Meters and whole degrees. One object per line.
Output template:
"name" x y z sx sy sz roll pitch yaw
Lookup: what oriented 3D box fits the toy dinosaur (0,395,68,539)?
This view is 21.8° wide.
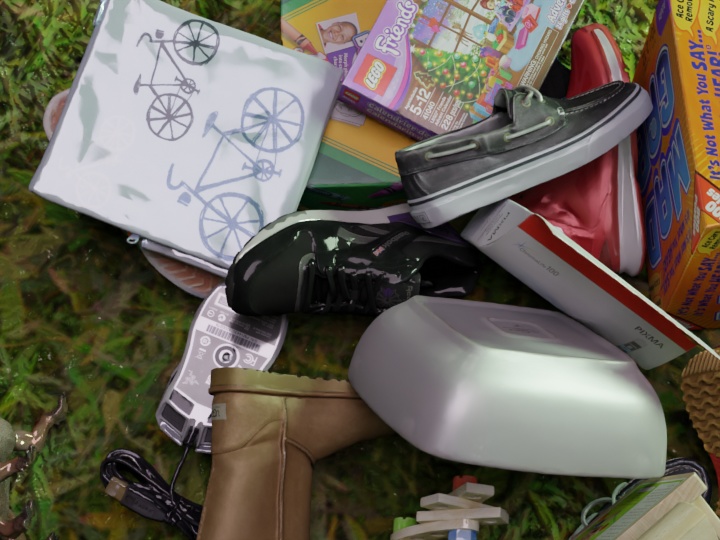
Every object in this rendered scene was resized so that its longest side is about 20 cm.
"toy dinosaur" -0.292 0.153 1.360 0.135 0.086 0.200 0 84 10

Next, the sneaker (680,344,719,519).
"sneaker" 0.302 0.148 1.371 0.090 0.075 0.200 -10 88 -46

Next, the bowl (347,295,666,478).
"bowl" 0.104 0.074 1.313 0.200 0.200 0.075 6 103 -20

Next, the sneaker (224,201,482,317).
"sneaker" 0.000 0.000 1.379 0.200 0.076 0.088 -15 35 -30

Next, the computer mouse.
"computer mouse" -0.111 0.101 1.401 0.110 0.044 0.200 23 72 6

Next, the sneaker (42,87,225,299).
"sneaker" -0.167 -0.061 1.453 0.071 0.080 0.200 -41 95 -5

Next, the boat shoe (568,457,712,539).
"boat shoe" 0.183 0.205 1.352 0.200 0.062 0.075 -37 72 -15

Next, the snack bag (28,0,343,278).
"snack bag" -0.132 -0.101 1.411 0.200 0.021 0.189 20 76 -7

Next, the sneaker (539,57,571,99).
"sneaker" 0.110 -0.210 1.520 0.082 0.073 0.200 -17 78 -16

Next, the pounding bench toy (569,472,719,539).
"pounding bench toy" 0.213 0.232 1.214 0.124 0.200 0.156 -37 87 -12

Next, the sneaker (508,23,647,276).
"sneaker" 0.154 -0.090 1.449 0.115 0.078 0.200 -7 80 -2

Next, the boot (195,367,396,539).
"boot" -0.044 0.178 1.358 0.175 0.066 0.200 8 79 -23

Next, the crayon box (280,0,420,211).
"crayon box" -0.004 -0.147 1.492 0.119 0.058 0.200 -2 68 -1

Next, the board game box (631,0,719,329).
"board game box" 0.321 -0.087 1.396 0.199 0.200 0.200 -3 67 -3

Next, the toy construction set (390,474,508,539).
"toy construction set" 0.037 0.238 1.298 0.092 0.131 0.200 16 69 5

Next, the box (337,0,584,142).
"box" 0.087 -0.188 1.450 0.137 0.039 0.200 27 74 0

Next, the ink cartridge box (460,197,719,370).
"ink cartridge box" 0.163 0.018 1.332 0.160 0.200 0.047 36 94 -12

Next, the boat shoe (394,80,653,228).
"boat shoe" 0.119 -0.101 1.370 0.200 0.072 0.071 -26 103 -10
